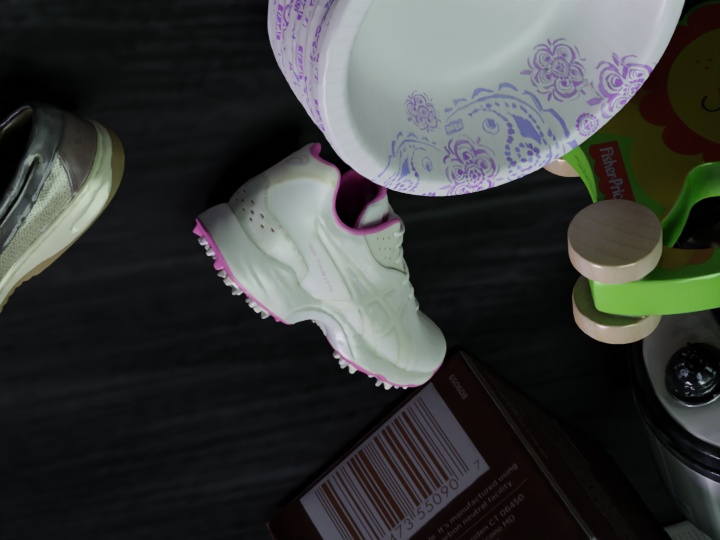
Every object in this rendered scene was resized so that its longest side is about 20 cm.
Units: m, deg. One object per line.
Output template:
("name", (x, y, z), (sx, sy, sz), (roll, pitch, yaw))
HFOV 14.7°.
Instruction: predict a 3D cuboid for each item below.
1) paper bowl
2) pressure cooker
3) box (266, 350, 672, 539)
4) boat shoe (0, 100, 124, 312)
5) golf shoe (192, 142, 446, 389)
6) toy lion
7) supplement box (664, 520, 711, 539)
("paper bowl", (0.050, -0.143, 1.346), (0.201, 0.104, 0.201), (-19, 139, -17))
("pressure cooker", (0.246, 0.065, 1.621), (0.200, 0.176, 0.179), (63, 44, -61))
("box", (0.086, 0.185, 1.662), (0.166, 0.164, 0.200), (-43, 141, 10))
("boat shoe", (-0.202, -0.006, 1.346), (0.201, 0.072, 0.066), (-45, 131, 12))
("golf shoe", (0.000, 0.000, 1.487), (0.092, 0.075, 0.200), (-46, 141, 9))
("toy lion", (0.191, -0.065, 1.460), (0.192, 0.200, 0.069), (-9, 137, 0))
("supplement box", (0.274, 0.224, 1.867), (0.200, 0.126, 0.074), (-14, 138, -22))
